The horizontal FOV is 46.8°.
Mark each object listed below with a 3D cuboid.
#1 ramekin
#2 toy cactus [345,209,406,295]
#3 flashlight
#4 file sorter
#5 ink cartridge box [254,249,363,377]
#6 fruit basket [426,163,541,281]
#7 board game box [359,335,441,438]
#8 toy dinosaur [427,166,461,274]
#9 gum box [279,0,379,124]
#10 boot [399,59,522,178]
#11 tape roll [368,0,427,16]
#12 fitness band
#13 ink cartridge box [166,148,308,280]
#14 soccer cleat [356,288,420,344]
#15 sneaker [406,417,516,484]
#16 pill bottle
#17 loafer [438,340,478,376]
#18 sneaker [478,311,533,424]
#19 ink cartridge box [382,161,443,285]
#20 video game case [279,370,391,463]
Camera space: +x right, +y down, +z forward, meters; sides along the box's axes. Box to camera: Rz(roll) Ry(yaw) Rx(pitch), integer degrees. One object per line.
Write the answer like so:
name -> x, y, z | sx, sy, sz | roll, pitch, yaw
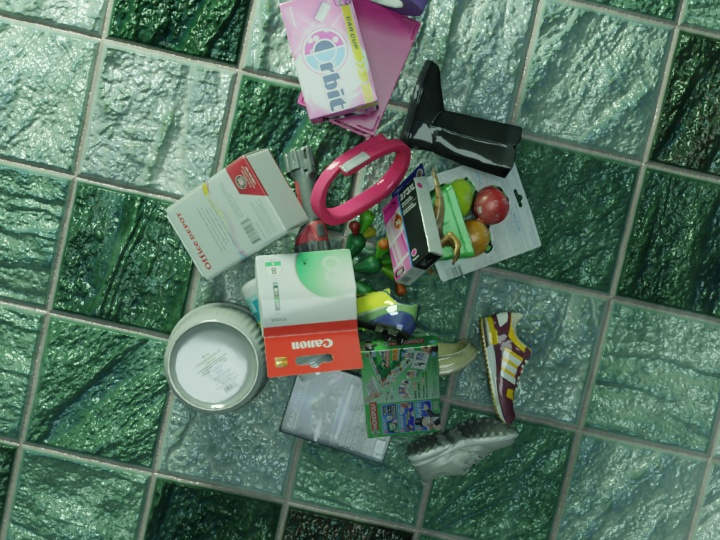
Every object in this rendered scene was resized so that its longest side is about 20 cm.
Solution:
ramekin -> -0.252, 0.159, 1.468 | 0.200, 0.105, 0.201 | 0, 93, -1
toy cactus -> 0.000, 0.000, 1.474 | 0.165, 0.102, 0.200 | -11, 102, 10
flashlight -> -0.097, -0.111, 1.460 | 0.068, 0.068, 0.200 | -11, 79, -1
file sorter -> -0.002, -0.343, 1.427 | 0.139, 0.125, 0.200 | 23, 92, 0
ink cartridge box -> -0.084, 0.066, 1.357 | 0.161, 0.050, 0.200 | -5, 63, -10
fruit basket -> 0.203, -0.098, 1.477 | 0.200, 0.094, 0.186 | -21, 94, -15
board game box -> 0.070, 0.205, 1.447 | 0.134, 0.029, 0.200 | -4, 123, 1
toy dinosaur -> 0.122, -0.061, 1.395 | 0.106, 0.060, 0.200 | 27, 105, 12
gum box -> -0.048, -0.337, 1.331 | 0.113, 0.066, 0.200 | -15, 92, 3
boot -> 0.185, -0.264, 1.443 | 0.200, 0.066, 0.165 | 16, 85, 9
tape roll -> 0.018, -0.469, 1.296 | 0.200, 0.200, 0.066 | 23, 97, -2
fitness band -> 0.001, -0.154, 1.414 | 0.200, 0.144, 0.037 | -32, 63, -24
ink cartridge box -> -0.213, -0.095, 1.424 | 0.200, 0.083, 0.146 | -28, 94, 30
soccer cleat -> 0.014, 0.063, 1.422 | 0.200, 0.065, 0.084 | 17, 68, 33
sneaker -> 0.188, 0.328, 1.509 | 0.200, 0.075, 0.082 | -17, 108, 7
pill bottle -> -0.119, 0.091, 1.459 | 0.111, 0.111, 0.200 | -28, 92, 1
loafer -> 0.110, 0.153, 1.484 | 0.200, 0.076, 0.068 | -13, 101, 1
sneaker -> 0.271, 0.174, 1.488 | 0.090, 0.075, 0.200 | -11, 95, 5
ink cartridge box -> 0.083, -0.083, 1.394 | 0.037, 0.095, 0.200 | 17, 49, -30
video game case -> -0.033, 0.256, 1.519 | 0.200, 0.019, 0.143 | 18, 93, -1
